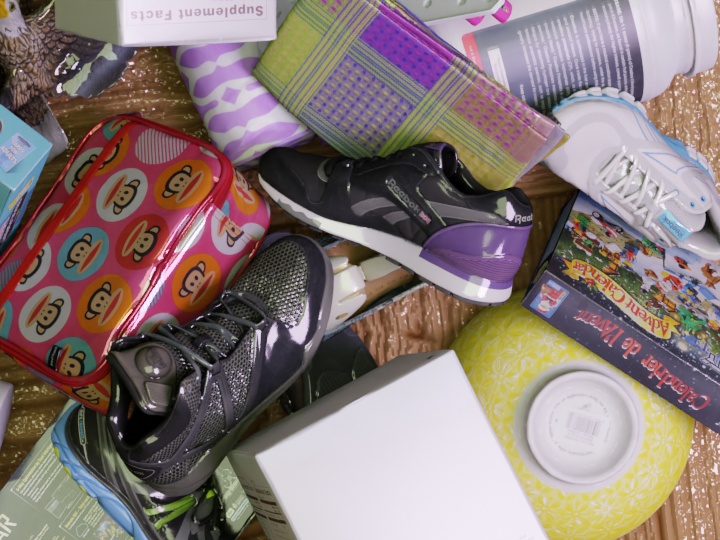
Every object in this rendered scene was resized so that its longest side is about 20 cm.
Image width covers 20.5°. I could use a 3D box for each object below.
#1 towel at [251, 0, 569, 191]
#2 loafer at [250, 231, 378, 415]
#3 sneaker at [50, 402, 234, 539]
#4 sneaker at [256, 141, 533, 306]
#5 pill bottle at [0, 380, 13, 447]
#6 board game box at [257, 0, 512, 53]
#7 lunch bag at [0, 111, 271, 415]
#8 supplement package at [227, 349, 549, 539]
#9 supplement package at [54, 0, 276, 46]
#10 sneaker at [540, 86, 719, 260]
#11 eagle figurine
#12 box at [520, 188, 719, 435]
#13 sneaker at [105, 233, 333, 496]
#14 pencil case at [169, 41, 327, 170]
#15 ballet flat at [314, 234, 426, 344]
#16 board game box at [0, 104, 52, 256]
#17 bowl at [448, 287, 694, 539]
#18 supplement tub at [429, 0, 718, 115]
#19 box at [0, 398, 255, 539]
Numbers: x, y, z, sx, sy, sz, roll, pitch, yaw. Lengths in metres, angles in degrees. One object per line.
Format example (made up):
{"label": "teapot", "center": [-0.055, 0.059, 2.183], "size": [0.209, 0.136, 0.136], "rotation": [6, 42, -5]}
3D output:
{"label": "towel", "center": [0.030, -0.112, 1.356], "size": [0.200, 0.144, 0.023], "rotation": [36, 49, -5]}
{"label": "loafer", "center": [-0.036, 0.067, 1.460], "size": [0.072, 0.063, 0.201], "rotation": [-27, 97, -32]}
{"label": "sneaker", "center": [-0.127, 0.159, 1.397], "size": [0.200, 0.071, 0.083], "rotation": [44, 94, 0]}
{"label": "sneaker", "center": [0.027, -0.058, 1.358], "size": [0.200, 0.076, 0.088], "rotation": [25, 111, 16]}
{"label": "pill bottle", "center": [-0.353, 0.095, 1.409], "size": [0.199, 0.112, 0.113], "rotation": [15, 89, -2]}
{"label": "board game box", "center": [0.029, -0.248, 1.384], "size": [0.199, 0.026, 0.201], "rotation": [-6, 64, 34]}
{"label": "lunch bag", "center": [-0.176, -0.010, 1.405], "size": [0.176, 0.082, 0.200], "rotation": [24, 75, 40]}
{"label": "supplement package", "center": [0.026, 0.177, 1.351], "size": [0.151, 0.151, 0.201], "rotation": [-27, 92, -12]}
{"label": "supplement package", "center": [-0.130, -0.252, 1.303], "size": [0.117, 0.117, 0.201], "rotation": [-7, 105, -29]}
{"label": "sneaker", "center": [0.201, -0.061, 1.395], "size": [0.200, 0.087, 0.075], "rotation": [21, 121, -40]}
{"label": "eagle figurine", "center": [-0.232, -0.180, 1.402], "size": [0.152, 0.151, 0.200], "rotation": [34, 75, -20]}
{"label": "box", "center": [0.221, 0.031, 1.428], "size": [0.200, 0.137, 0.038], "rotation": [33, 125, -3]}
{"label": "sneaker", "center": [-0.096, 0.052, 1.320], "size": [0.076, 0.114, 0.200], "rotation": [37, 84, 27]}
{"label": "pencil case", "center": [-0.096, -0.171, 1.440], "size": [0.085, 0.084, 0.201], "rotation": [-22, 93, -24]}
{"label": "ballet flat", "center": [0.000, 0.000, 1.412], "size": [0.200, 0.074, 0.074], "rotation": [-30, 92, -27]}
{"label": "board game box", "center": [-0.300, -0.078, 1.369], "size": [0.151, 0.200, 0.047], "rotation": [38, 62, -3]}
{"label": "bowl", "center": [0.153, 0.110, 1.436], "size": [0.199, 0.108, 0.201], "rotation": [0, 91, -3]}
{"label": "supplement tub", "center": [0.139, -0.174, 1.418], "size": [0.199, 0.140, 0.141], "rotation": [-17, 91, -2]}
{"label": "box", "center": [-0.182, 0.186, 1.452], "size": [0.160, 0.044, 0.200], "rotation": [36, 88, -2]}
